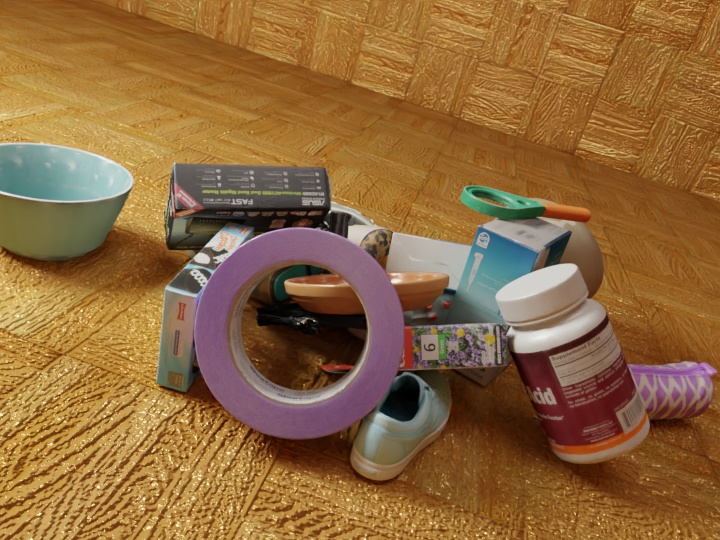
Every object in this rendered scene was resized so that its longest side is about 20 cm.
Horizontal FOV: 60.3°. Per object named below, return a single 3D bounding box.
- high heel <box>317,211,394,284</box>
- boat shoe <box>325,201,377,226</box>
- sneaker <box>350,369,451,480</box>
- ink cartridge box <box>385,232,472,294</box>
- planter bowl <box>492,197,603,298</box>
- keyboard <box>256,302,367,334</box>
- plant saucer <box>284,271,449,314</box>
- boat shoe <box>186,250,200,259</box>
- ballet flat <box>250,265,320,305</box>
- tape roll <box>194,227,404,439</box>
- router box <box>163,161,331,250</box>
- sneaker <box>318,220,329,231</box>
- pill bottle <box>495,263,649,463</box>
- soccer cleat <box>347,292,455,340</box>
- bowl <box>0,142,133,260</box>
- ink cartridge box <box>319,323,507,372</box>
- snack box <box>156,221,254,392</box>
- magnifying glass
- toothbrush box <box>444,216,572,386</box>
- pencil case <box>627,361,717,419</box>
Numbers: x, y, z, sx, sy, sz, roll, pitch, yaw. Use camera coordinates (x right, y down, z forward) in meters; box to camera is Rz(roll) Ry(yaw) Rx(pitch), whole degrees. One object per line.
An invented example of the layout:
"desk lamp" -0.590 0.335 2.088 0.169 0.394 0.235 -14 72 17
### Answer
"high heel" 0.000 0.000 0.940 0.071 0.143 0.200 4 -6 30
"boat shoe" -0.028 -0.080 1.089 0.202 0.075 0.065 25 29 33
"sneaker" 0.060 0.142 0.667 0.074 0.082 0.200 25 25 15
"ink cartridge box" 0.107 -0.003 0.943 0.116 0.067 0.200 11 -4 10
"planter bowl" 0.257 0.005 0.977 0.200 0.200 0.135 33 53 31
"keyboard" -0.057 0.057 0.745 0.127 0.021 0.200 -5 4 -44
"plant saucer" 0.008 0.026 0.755 0.200 0.038 0.200 -2 3 0
"boat shoe" -0.155 -0.044 0.935 0.200 0.068 0.075 4 28 -26
"ballet flat" -0.094 -0.003 0.900 0.063 0.069 0.200 5 15 29
"tape roll" -0.058 0.059 0.614 0.200 0.200 0.066 17 0 -1
"router box" -0.154 -0.080 0.825 0.200 0.150 0.062 -2 74 -21
"sneaker" -0.097 -0.085 1.037 0.200 0.088 0.076 29 25 21
"pill bottle" 0.235 0.102 0.699 0.114 0.200 0.114 -24 6 3
"soccer cleat" 0.064 0.054 0.874 0.200 0.069 0.078 -3 28 -31
"bowl" -0.410 -0.085 0.816 0.200 0.105 0.201 14 24 -7
"ink cartridge box" 0.055 0.088 0.714 0.200 0.050 0.109 0 -7 -8
"snack box" -0.172 0.033 0.707 0.037 0.116 0.200 14 25 1
"magnifying glass" 0.229 -0.087 0.849 0.200 0.022 0.080 7 26 -22
"toothbrush box" 0.191 0.033 0.837 0.085 0.200 0.146 29 26 25
"pencil case" 0.380 0.156 0.836 0.200 0.086 0.084 6 25 -25
